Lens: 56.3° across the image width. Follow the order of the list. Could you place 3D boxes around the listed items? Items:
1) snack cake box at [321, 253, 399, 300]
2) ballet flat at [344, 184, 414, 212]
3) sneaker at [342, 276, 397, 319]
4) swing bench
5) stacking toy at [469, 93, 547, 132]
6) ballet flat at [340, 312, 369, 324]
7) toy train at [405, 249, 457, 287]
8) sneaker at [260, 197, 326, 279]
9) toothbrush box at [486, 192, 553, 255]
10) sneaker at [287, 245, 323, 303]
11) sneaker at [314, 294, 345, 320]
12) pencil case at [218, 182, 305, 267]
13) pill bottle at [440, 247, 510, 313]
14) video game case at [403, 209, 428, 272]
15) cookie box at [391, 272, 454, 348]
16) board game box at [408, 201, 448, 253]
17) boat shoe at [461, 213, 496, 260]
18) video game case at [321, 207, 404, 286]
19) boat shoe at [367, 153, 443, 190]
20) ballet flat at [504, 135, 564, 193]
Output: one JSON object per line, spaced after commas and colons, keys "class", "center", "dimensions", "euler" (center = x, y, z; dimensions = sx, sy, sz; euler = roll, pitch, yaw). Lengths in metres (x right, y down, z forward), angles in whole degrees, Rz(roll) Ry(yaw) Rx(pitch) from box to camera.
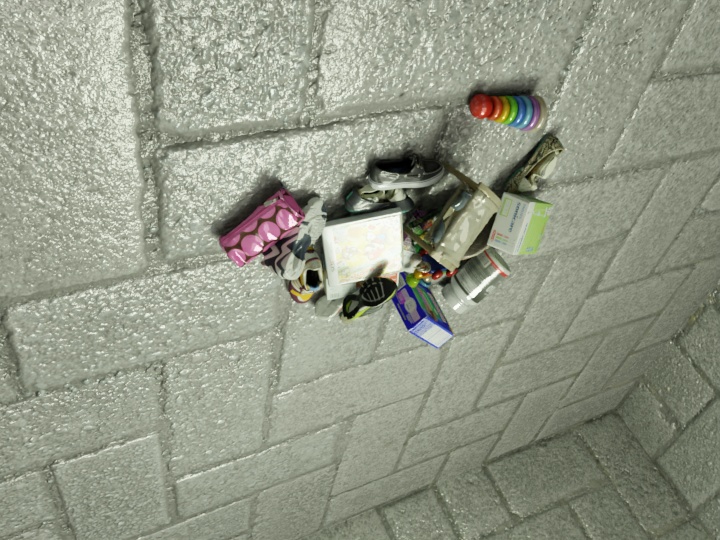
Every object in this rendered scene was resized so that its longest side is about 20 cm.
{"class": "snack cake box", "center": [0.000, 0.000, 1.737], "dimensions": [0.195, 0.068, 0.116], "euler": [-10, 140, -9]}
{"class": "ballet flat", "center": [0.055, -0.176, 1.598], "dimensions": [0.196, 0.074, 0.074], "euler": [-4, 138, -30]}
{"class": "sneaker", "center": [0.034, 0.067, 1.715], "dimensions": [0.080, 0.076, 0.199], "euler": [-4, 164, -39]}
{"class": "swing bench", "center": [0.224, -0.122, 1.616], "dimensions": [0.129, 0.200, 0.200], "euler": [33, 98, -31]}
{"class": "stacking toy", "center": [0.338, -0.371, 1.569], "dimensions": [0.196, 0.086, 0.086], "euler": [-2, 137, -29]}
{"class": "ballet flat", "center": [0.015, 0.097, 1.903], "dimensions": [0.067, 0.063, 0.200], "euler": [16, 124, -46]}
{"class": "toy train", "center": [0.162, 0.004, 1.802], "dimensions": [0.198, 0.086, 0.115], "euler": [-11, 157, -49]}
{"class": "sneaker", "center": [-0.165, -0.082, 1.542], "dimensions": [0.079, 0.127, 0.203], "euler": [33, 73, -52]}
{"class": "toothbrush box", "center": [0.441, -0.128, 1.849], "dimensions": [0.198, 0.085, 0.149], "euler": [-7, 117, -58]}
{"class": "sneaker", "center": [-0.136, 0.032, 1.682], "dimensions": [0.073, 0.091, 0.202], "euler": [-16, 142, -20]}
{"class": "sneaker", "center": [-0.038, 0.064, 1.836], "dimensions": [0.197, 0.078, 0.082], "euler": [-30, 172, -1]}
{"class": "pencil case", "center": [-0.220, -0.094, 1.469], "dimensions": [0.199, 0.092, 0.093], "euler": [-38, 158, 13]}
{"class": "pill bottle", "center": [0.345, 0.030, 2.028], "dimensions": [0.200, 0.115, 0.113], "euler": [-44, 143, 18]}
{"class": "video game case", "center": [0.169, -0.071, 1.839], "dimensions": [0.197, 0.036, 0.182], "euler": [11, 127, -44]}
{"class": "cookie box", "center": [0.174, 0.115, 1.953], "dimensions": [0.075, 0.173, 0.199], "euler": [-36, 146, 15]}
{"class": "board game box", "center": [0.218, -0.129, 1.762], "dimensions": [0.197, 0.024, 0.106], "euler": [-29, 145, -9]}
{"class": "boat shoe", "center": [0.340, -0.087, 1.894], "dimensions": [0.198, 0.076, 0.072], "euler": [-35, 159, -22]}
{"class": "video game case", "center": [0.008, -0.054, 1.624], "dimensions": [0.195, 0.023, 0.185], "euler": [-12, 130, -7]}
{"class": "boat shoe", "center": [0.111, -0.239, 1.569], "dimensions": [0.195, 0.071, 0.067], "euler": [-8, 142, -18]}
{"class": "ballet flat", "center": [0.465, -0.265, 1.794], "dimensions": [0.067, 0.076, 0.201], "euler": [10, 128, -45]}
